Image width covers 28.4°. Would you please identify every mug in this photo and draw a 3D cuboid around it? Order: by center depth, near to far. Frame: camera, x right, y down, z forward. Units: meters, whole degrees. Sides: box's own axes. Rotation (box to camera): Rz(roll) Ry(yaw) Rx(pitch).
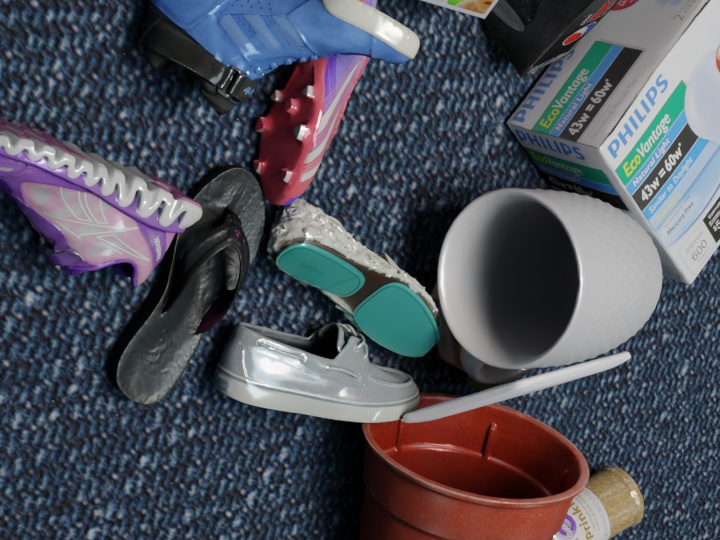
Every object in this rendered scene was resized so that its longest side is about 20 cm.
[{"bbox_3d":[0.162,0.025,1.232,0.175,0.148,0.200,-1,135,-48],"label":"mug"}]

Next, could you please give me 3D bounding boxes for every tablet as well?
[{"bbox_3d":[0.140,0.102,1.245,0.199,0.130,0.014,-8,79,-53],"label":"tablet"}]

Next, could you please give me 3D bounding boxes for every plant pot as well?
[{"bbox_3d":[0.080,0.239,1.253,0.200,0.201,0.196,-3,114,-36],"label":"plant pot"}]

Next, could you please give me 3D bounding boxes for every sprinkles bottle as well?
[{"bbox_3d":[0.190,0.262,1.410,0.199,0.068,0.069,-23,117,-30],"label":"sprinkles bottle"}]

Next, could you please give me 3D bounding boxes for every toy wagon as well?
[{"bbox_3d":[0.150,0.015,1.322,0.199,0.039,0.156,-25,118,-29],"label":"toy wagon"}]

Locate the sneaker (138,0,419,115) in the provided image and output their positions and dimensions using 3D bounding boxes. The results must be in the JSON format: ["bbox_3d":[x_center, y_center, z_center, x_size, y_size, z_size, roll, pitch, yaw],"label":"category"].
[{"bbox_3d":[-0.064,-0.160,1.047,0.199,0.077,0.112,19,97,-6],"label":"sneaker"}]

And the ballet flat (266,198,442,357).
[{"bbox_3d":[0.000,0.000,1.190,0.200,0.072,0.072,38,80,-39],"label":"ballet flat"}]

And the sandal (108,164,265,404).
[{"bbox_3d":[-0.123,0.016,1.110,0.075,0.048,0.201,28,87,-39],"label":"sandal"}]

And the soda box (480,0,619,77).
[{"bbox_3d":[0.175,-0.238,1.163,0.063,0.200,0.071,-30,83,-27],"label":"soda box"}]

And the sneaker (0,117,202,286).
[{"bbox_3d":[-0.209,-0.044,1.013,0.200,0.080,0.089,23,97,-40],"label":"sneaker"}]

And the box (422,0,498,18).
[{"bbox_3d":[0.054,-0.304,1.068,0.199,0.097,0.177,8,135,-39],"label":"box"}]

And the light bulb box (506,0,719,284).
[{"bbox_3d":[0.273,-0.133,1.316,0.199,0.125,0.200,-52,128,-12],"label":"light bulb box"}]

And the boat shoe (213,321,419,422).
[{"bbox_3d":[-0.026,0.080,1.189,0.200,0.070,0.072,10,104,-35],"label":"boat shoe"}]

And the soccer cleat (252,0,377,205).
[{"bbox_3d":[-0.028,-0.146,1.126,0.076,0.067,0.201,9,96,-43],"label":"soccer cleat"}]
